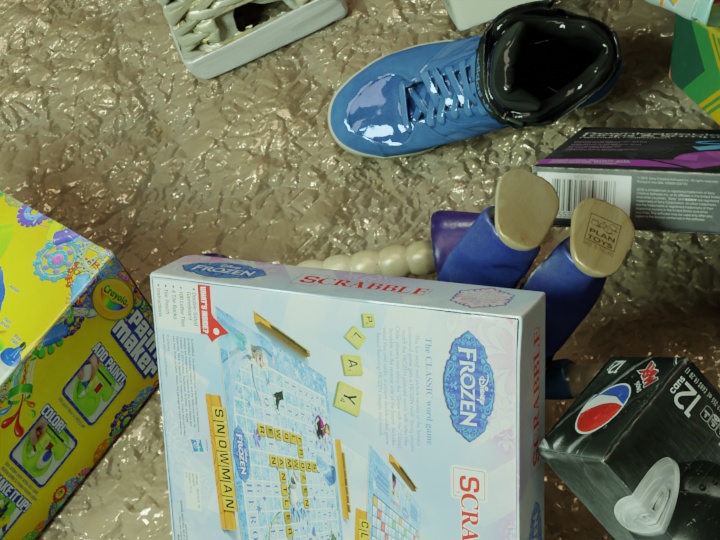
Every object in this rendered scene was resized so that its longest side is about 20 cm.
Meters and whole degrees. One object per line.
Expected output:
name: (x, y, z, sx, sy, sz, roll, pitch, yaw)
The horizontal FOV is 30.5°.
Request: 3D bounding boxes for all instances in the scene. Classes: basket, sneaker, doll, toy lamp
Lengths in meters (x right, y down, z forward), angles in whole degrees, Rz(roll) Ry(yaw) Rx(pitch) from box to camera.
basket: (-0.109, -0.270, 0.998, 0.134, 0.124, 0.201, -23, 54, 1)
sneaker: (0.070, -0.121, 0.844, 0.197, 0.111, 0.078, -9, 89, 7)
doll: (0.073, 0.032, 0.697, 0.135, 0.201, 0.049, 20, 55, -6)
toy lamp: (0.000, 0.000, 0.828, 0.197, 0.058, 0.059, -10, 55, 14)

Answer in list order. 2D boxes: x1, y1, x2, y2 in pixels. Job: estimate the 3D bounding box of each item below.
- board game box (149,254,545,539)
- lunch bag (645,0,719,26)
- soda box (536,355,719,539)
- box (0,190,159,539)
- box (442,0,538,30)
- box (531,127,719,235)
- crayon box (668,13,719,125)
board game box: (-0.006, 0.101, 0.661, 0.197, 0.203, 0.041, 7, 19, 25)
lunch bag: (0.232, -0.224, 0.791, 0.198, 0.123, 0.170, -10, 34, -30)
soda box: (0.175, 0.131, 0.605, 0.063, 0.071, 0.200, -46, 101, -15)
box: (-0.258, 0.054, 0.827, 0.199, 0.122, 0.193, 27, 68, 30)
box: (0.080, -0.284, 0.884, 0.108, 0.202, 0.128, -18, 24, 4)
box: (0.180, -0.054, 0.740, 0.141, 0.200, 0.037, 4, 102, 16)
crayon box: (0.261, -0.106, 0.744, 0.125, 0.051, 0.200, 2, 22, -2)
